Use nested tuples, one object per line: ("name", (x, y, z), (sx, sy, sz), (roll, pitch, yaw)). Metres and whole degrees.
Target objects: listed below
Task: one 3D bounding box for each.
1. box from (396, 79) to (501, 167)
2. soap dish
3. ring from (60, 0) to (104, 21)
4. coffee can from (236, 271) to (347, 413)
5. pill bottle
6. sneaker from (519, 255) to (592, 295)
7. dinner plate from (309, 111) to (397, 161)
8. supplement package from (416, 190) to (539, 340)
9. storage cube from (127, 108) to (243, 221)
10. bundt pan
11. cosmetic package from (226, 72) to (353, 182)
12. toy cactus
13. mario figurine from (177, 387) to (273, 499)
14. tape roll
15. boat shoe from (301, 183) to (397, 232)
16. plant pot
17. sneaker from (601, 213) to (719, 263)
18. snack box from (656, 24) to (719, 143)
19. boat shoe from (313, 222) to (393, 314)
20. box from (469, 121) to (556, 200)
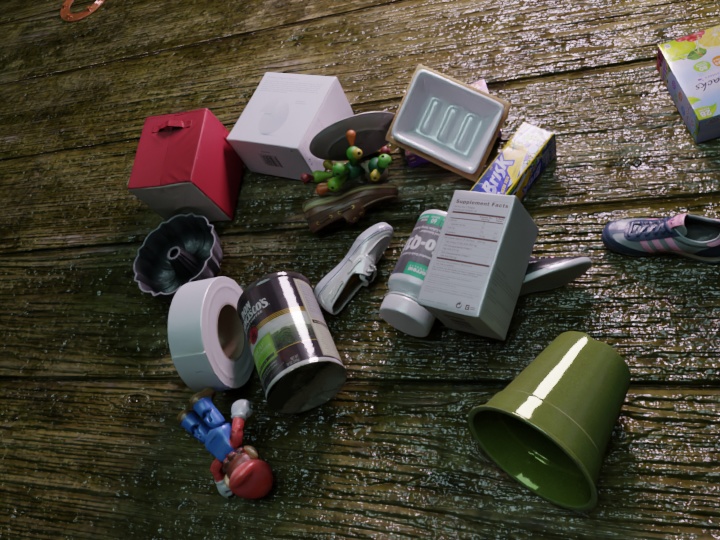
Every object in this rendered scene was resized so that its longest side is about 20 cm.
("box", (0.180, -0.305, 1.370), (0.197, 0.039, 0.139), (-17, 55, 12))
("soap dish", (0.169, -0.283, 1.278), (0.198, 0.081, 0.159), (26, 97, 10))
("ring", (-0.940, -0.923, 2.247), (0.197, 0.019, 0.203), (-11, 55, 16))
("coffee can", (-0.123, 0.125, 1.163), (0.145, 0.147, 0.201), (-29, 53, 3))
("pill bottle", (0.116, 0.006, 1.156), (0.112, 0.113, 0.202), (15, 66, 30))
("sneaker", (0.284, -0.015, 1.124), (0.197, 0.071, 0.101), (-18, 59, 17))
("dinner plate", (-0.006, -0.262, 1.336), (0.197, 0.200, 0.025), (-20, 77, 10))
("supplement package", (0.191, -0.010, 1.064), (0.116, 0.117, 0.203), (11, 73, 39))
("storage cube", (-0.376, -0.221, 1.462), (0.168, 0.200, 0.183), (-3, 65, 20))
("bundt pan", (-0.377, -0.018, 1.404), (0.199, 0.076, 0.205), (-11, 57, 16))
("cosmetic package", (-0.152, -0.321, 1.469), (0.197, 0.123, 0.202), (13, 67, 29))
("toy cactus", (-0.007, -0.206, 1.315), (0.198, 0.164, 0.104), (-20, 82, 37))
("mario figurine", (-0.217, 0.299, 1.125), (0.105, 0.124, 0.200), (-31, 68, -37))
("tape roll", (-0.263, 0.116, 1.193), (0.070, 0.203, 0.205), (-9, 56, 16))
("boat shoe", (-0.017, -0.127, 1.333), (0.197, 0.072, 0.069), (-14, 88, 5))
("plant pot", (0.287, 0.195, 0.939), (0.198, 0.202, 0.190), (27, 59, 33))
("sneaker", (0.490, -0.066, 1.062), (0.197, 0.082, 0.071), (5, 62, 26))
("snack box", (0.647, -0.343, 1.178), (0.166, 0.068, 0.203), (-17, 57, 12))
("boat shoe", (0.000, 0.000, 1.237), (0.200, 0.071, 0.070), (-45, 53, -5))
("box", (0.281, -0.176, 1.231), (0.070, 0.064, 0.201), (31, 74, 34))
